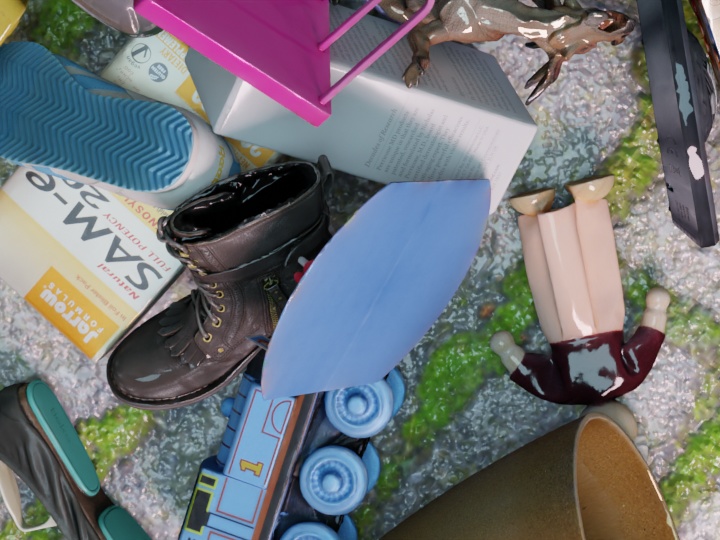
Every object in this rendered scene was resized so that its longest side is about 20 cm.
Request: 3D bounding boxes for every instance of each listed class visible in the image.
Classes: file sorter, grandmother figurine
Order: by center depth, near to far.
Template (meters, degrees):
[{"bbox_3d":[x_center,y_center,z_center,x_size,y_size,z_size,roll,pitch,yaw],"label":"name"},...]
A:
[{"bbox_3d":[-0.038,-0.218,1.546,0.139,0.201,0.125,31,128,-30],"label":"file sorter"},{"bbox_3d":[0.146,0.044,1.745,0.121,0.061,0.201,-13,94,13],"label":"grandmother figurine"}]

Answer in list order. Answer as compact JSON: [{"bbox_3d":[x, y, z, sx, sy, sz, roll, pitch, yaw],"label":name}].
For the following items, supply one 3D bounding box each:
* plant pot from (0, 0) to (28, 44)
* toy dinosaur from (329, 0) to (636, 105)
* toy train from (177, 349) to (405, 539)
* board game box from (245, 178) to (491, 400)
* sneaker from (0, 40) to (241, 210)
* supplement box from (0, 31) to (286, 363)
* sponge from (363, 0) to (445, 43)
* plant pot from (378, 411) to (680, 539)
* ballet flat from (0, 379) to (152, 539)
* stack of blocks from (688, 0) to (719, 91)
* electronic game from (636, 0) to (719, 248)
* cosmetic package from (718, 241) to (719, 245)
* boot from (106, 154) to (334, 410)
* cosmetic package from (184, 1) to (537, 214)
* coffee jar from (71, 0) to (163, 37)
[{"bbox_3d":[-0.317,-0.171,1.678,0.176,0.200,0.200,36,98,-12],"label":"plant pot"},{"bbox_3d":[0.067,-0.168,1.665,0.135,0.200,0.086,7,115,-39],"label":"toy dinosaur"},{"bbox_3d":[-0.045,0.122,1.751,0.114,0.087,0.201,18,98,6],"label":"toy train"},{"bbox_3d":[0.000,0.000,1.630,0.039,0.200,0.158,38,112,24],"label":"board game box"},{"bbox_3d":[-0.163,-0.083,1.654,0.200,0.081,0.077,26,89,35],"label":"sneaker"},{"bbox_3d":[-0.149,-0.056,1.735,0.126,0.074,0.200,41,98,-2],"label":"supplement box"},{"bbox_3d":[0.066,-0.253,1.722,0.111,0.030,0.200,37,98,-3],"label":"sponge"},{"bbox_3d":[0.088,0.209,1.684,0.199,0.186,0.187,-21,96,22],"label":"plant pot"},{"bbox_3d":[-0.190,0.168,1.776,0.068,0.068,0.200,-35,84,16],"label":"ballet flat"},{"bbox_3d":[0.241,-0.174,1.681,0.058,0.115,0.201,-20,114,5],"label":"stack of blocks"},{"bbox_3d":[0.200,-0.113,1.647,0.041,0.200,0.201,-9,97,7],"label":"electronic game"},{"bbox_3d":[0.318,-0.009,1.677,0.200,0.051,0.083,25,98,-41],"label":"cosmetic package"},{"bbox_3d":[-0.092,0.002,1.644,0.199,0.174,0.069,-28,65,3],"label":"boot"},{"bbox_3d":[0.000,-0.111,1.666,0.199,0.102,0.071,16,116,-24],"label":"cosmetic package"},{"bbox_3d":[-0.120,-0.229,1.653,0.104,0.200,0.085,36,123,-3],"label":"coffee jar"}]
